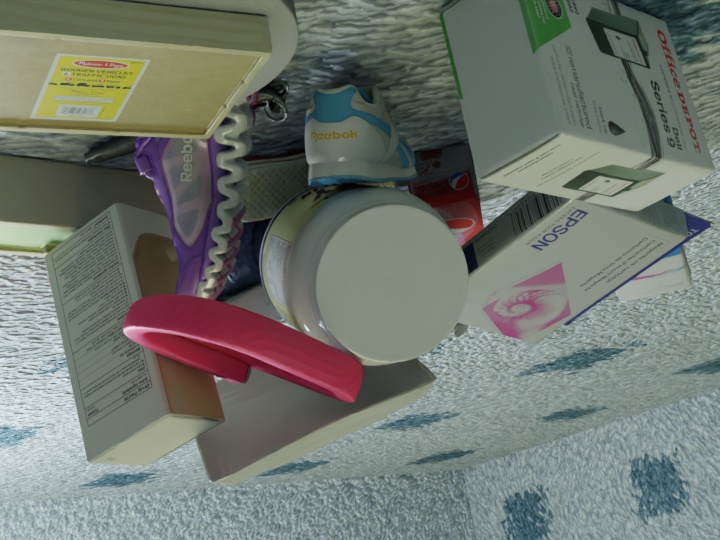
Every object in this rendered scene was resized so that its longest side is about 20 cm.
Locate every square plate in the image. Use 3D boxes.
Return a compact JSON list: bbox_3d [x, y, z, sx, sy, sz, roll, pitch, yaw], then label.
[{"bbox_3d":[-0.051,0.113,1.013,0.200,0.028,0.198,-24,-161,-10],"label":"square plate"}]

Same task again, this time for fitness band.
[{"bbox_3d":[-0.089,0.062,0.900,0.144,0.037,0.200,2,162,46],"label":"fitness band"}]

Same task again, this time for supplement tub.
[{"bbox_3d":[0.000,0.000,0.978,0.145,0.145,0.200,-6,-173,-14],"label":"supplement tub"}]

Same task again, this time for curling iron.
[{"bbox_3d":[-0.146,-0.118,0.973,0.200,0.026,0.050,-16,159,19],"label":"curling iron"}]

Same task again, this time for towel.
[{"bbox_3d":[-0.164,-0.014,1.153,0.200,0.112,0.049,-20,139,34],"label":"towel"}]

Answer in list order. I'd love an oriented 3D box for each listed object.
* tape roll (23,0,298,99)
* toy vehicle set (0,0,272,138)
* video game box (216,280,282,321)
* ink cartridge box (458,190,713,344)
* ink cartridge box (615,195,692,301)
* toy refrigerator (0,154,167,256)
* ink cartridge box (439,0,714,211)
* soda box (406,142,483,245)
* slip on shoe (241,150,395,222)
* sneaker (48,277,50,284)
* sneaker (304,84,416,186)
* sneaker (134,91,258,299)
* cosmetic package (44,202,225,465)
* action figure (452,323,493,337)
[{"bbox_3d":[-0.143,-0.167,0.753,0.200,0.066,0.200,-9,164,-3],"label":"tape roll"},{"bbox_3d":[-0.169,-0.123,0.722,0.200,0.027,0.124,-1,160,-28],"label":"toy vehicle set"},{"bbox_3d":[-0.095,0.017,1.185,0.200,0.047,0.182,-34,-171,-21],"label":"video game box"},{"bbox_3d":[0.187,-0.002,1.045,0.200,0.043,0.196,16,139,-33],"label":"ink cartridge box"},{"bbox_3d":[0.278,-0.062,1.193,0.085,0.145,0.200,-15,162,17],"label":"ink cartridge box"},{"bbox_3d":[-0.254,-0.049,1.059,0.200,0.070,0.076,4,158,-39],"label":"toy refrigerator"},{"bbox_3d":[0.169,-0.136,0.897,0.200,0.146,0.084,5,155,-43],"label":"ink cartridge box"},{"bbox_3d":[0.091,-0.064,1.222,0.070,0.063,0.200,-12,162,5],"label":"soda box"},{"bbox_3d":[-0.053,-0.083,1.094,0.200,0.074,0.061,-8,-158,-32],"label":"slip on shoe"},{"bbox_3d":[-0.261,0.014,1.292,0.087,0.074,0.200,-4,164,31],"label":"sneaker"},{"bbox_3d":[0.004,-0.115,0.990,0.076,0.081,0.200,-2,-175,10],"label":"sneaker"},{"bbox_3d":[-0.133,-0.071,0.902,0.088,0.200,0.080,7,-173,0],"label":"sneaker"},{"bbox_3d":[-0.195,0.056,0.994,0.105,0.200,0.071,-30,154,28],"label":"cosmetic package"},{"bbox_3d":[0.050,-0.014,1.182,0.055,0.200,0.118,-40,135,0],"label":"action figure"}]
